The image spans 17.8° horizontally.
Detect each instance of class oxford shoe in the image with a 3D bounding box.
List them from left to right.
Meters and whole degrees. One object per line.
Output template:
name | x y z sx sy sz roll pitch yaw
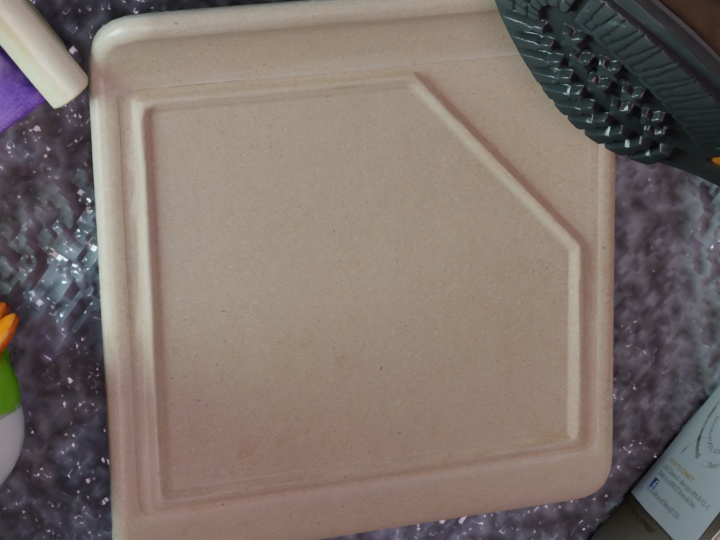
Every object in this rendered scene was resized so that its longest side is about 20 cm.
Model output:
oxford shoe | 0.120 -0.074 0.768 0.200 0.073 0.084 29 70 -38

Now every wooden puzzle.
wooden puzzle | 0.000 0.000 0.792 0.185 0.037 0.200 -7 112 -18

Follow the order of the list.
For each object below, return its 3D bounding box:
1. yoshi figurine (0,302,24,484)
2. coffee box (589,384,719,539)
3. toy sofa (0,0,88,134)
yoshi figurine | -0.158 0.082 0.723 0.112 0.200 0.112 -8 114 6
coffee box | 0.154 0.115 0.834 0.113 0.080 0.200 35 99 -16
toy sofa | -0.189 -0.032 0.731 0.200 0.098 0.083 -37 110 4
